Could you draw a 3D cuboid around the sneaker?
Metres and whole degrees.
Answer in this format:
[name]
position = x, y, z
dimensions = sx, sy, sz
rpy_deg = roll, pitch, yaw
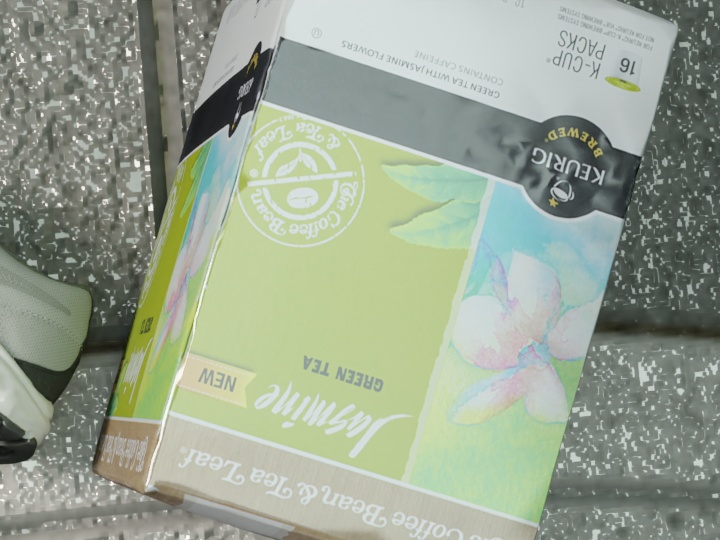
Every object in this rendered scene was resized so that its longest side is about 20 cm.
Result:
[sneaker]
position = -0.189, -0.011, 0.913
dimensions = 0.200, 0.074, 0.080
rpy_deg = 35, 61, -6

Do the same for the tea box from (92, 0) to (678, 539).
[tea box]
position = 0.000, 0.000, 0.873
dimensions = 0.133, 0.200, 0.198
rpy_deg = 16, 83, -9
